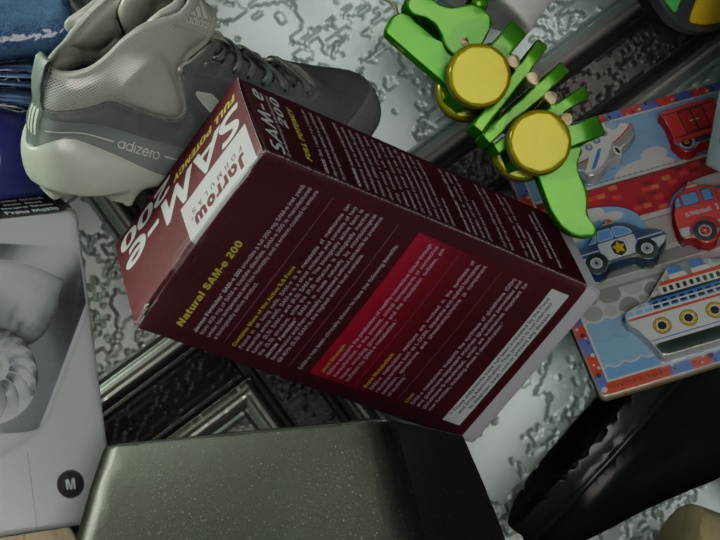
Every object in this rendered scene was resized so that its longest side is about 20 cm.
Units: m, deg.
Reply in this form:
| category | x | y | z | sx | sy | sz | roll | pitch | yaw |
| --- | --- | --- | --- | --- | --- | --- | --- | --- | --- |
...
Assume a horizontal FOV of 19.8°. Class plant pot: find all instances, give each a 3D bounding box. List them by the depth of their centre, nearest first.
| category | x | y | z | sx | sy | sz | roll | pitch | yaw |
| --- | --- | --- | --- | --- | --- | --- | --- | --- | --- |
| plant pot | -0.025 | 0.163 | 0.926 | 0.198 | 0.200 | 0.178 | -6 | 80 | 17 |

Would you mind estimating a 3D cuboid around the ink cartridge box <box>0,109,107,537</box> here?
| category | x | y | z | sx | sy | sz | roll | pitch | yaw |
| --- | --- | --- | --- | --- | --- | --- | --- | --- | --- |
| ink cartridge box | -0.218 | 0.028 | 0.913 | 0.199 | 0.041 | 0.201 | -8 | 85 | -24 |

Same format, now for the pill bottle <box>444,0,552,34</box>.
| category | x | y | z | sx | sy | sz | roll | pitch | yaw |
| --- | --- | --- | --- | --- | --- | --- | --- | --- | --- |
| pill bottle | 0.102 | -0.219 | 1.006 | 0.109 | 0.109 | 0.201 | 33 | 85 | -7 |

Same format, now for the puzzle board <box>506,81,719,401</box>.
| category | x | y | z | sx | sy | sz | roll | pitch | yaw |
| --- | --- | --- | --- | --- | --- | --- | --- | --- | --- |
| puzzle board | 0.186 | -0.029 | 1.027 | 0.199 | 0.017 | 0.151 | -16 | 61 | -8 |

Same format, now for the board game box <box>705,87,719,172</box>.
| category | x | y | z | sx | sy | sz | roll | pitch | yaw |
| --- | --- | --- | --- | --- | --- | --- | --- | --- | --- |
| board game box | 0.278 | -0.133 | 0.981 | 0.198 | 0.041 | 0.201 | 6 | 101 | -17 |

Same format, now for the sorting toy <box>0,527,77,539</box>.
| category | x | y | z | sx | sy | sz | roll | pitch | yaw |
| --- | --- | --- | --- | --- | --- | --- | --- | --- | --- |
| sorting toy | -0.243 | 0.137 | 0.973 | 0.198 | 0.070 | 0.201 | -32 | 95 | -7 |

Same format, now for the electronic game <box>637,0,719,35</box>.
| category | x | y | z | sx | sy | sz | roll | pitch | yaw |
| --- | --- | --- | --- | --- | --- | --- | --- | --- | --- |
| electronic game | 0.189 | -0.210 | 0.993 | 0.042 | 0.200 | 0.201 | 29 | 84 | 33 |

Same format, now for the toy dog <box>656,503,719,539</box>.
| category | x | y | z | sx | sy | sz | roll | pitch | yaw |
| --- | --- | --- | --- | --- | --- | --- | --- | --- | --- |
| toy dog | 0.164 | 0.215 | 0.988 | 0.131 | 0.096 | 0.201 | 4 | 114 | -6 |

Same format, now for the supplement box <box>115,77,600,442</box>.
| category | x | y | z | sx | sy | sz | roll | pitch | yaw |
| --- | --- | --- | --- | --- | --- | --- | --- | --- | --- |
| supplement box | 0.000 | 0.000 | 0.956 | 0.199 | 0.061 | 0.109 | 22 | 119 | -33 |

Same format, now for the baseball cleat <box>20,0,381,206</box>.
| category | x | y | z | sx | sy | sz | roll | pitch | yaw |
| --- | --- | --- | --- | --- | --- | --- | --- | --- | --- |
| baseball cleat | -0.063 | -0.088 | 0.957 | 0.199 | 0.070 | 0.107 | -18 | 132 | -39 |

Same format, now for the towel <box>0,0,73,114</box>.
| category | x | y | z | sx | sy | sz | roll | pitch | yaw |
| --- | --- | --- | --- | --- | --- | --- | --- | --- | --- |
| towel | -0.235 | -0.113 | 0.963 | 0.199 | 0.112 | 0.049 | -4 | 128 | -8 |

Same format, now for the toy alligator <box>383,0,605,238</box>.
| category | x | y | z | sx | sy | sz | roll | pitch | yaw |
| --- | --- | --- | --- | --- | --- | --- | --- | --- | --- |
| toy alligator | 0.056 | -0.102 | 0.977 | 0.054 | 0.059 | 0.200 | -42 | 91 | -5 |

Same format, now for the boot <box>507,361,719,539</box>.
| category | x | y | z | sx | sy | sz | roll | pitch | yaw |
| --- | --- | --- | --- | --- | --- | --- | --- | --- | --- |
| boot | 0.195 | 0.108 | 1.034 | 0.168 | 0.076 | 0.200 | 45 | 78 | -2 |
